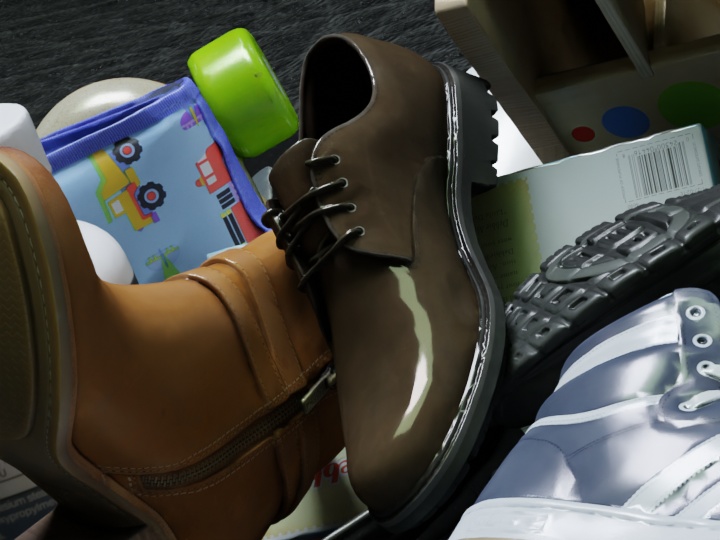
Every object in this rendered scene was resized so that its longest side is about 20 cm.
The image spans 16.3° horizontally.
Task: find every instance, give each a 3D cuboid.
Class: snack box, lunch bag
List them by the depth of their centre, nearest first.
[{"bbox_3d":[0.046,0.028,0.934,0.199,0.117,0.037,-14,-15,17],"label":"snack box"},{"bbox_3d":[-0.111,0.021,1.036,0.199,0.151,0.094,-23,17,7],"label":"lunch bag"}]

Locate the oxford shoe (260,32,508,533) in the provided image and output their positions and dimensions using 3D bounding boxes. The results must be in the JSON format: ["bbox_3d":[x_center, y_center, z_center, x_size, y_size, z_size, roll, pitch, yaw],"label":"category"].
[{"bbox_3d":[0.000,0.000,0.858,0.073,0.084,0.201,-42,36,35],"label":"oxford shoe"}]

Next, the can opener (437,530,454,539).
[{"bbox_3d":[0.063,0.098,0.807,0.199,0.053,0.066,-25,19,-14],"label":"can opener"}]

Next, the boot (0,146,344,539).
[{"bbox_3d":[-0.070,0.021,0.839,0.073,0.201,0.155,18,39,33],"label":"boot"}]

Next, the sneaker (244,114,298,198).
[{"bbox_3d":[-0.101,-0.036,1.368,0.200,0.068,0.108,-15,-1,-23],"label":"sneaker"}]

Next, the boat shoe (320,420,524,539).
[{"bbox_3d":[-0.019,0.114,0.843,0.199,0.057,0.067,-27,19,-21],"label":"boat shoe"}]

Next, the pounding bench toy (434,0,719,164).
[{"bbox_3d":[0.135,-0.152,0.963,0.155,0.124,0.201,-12,49,27],"label":"pounding bench toy"}]

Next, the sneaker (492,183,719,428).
[{"bbox_3d":[0.135,0.009,0.852,0.199,0.091,0.076,-28,14,0],"label":"sneaker"}]

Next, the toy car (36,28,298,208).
[{"bbox_3d":[-0.090,-0.019,1.199,0.164,0.158,0.200,-30,6,3],"label":"toy car"}]

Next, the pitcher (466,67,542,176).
[{"bbox_3d":[0.088,-0.011,1.036,0.171,0.122,0.200,11,42,28],"label":"pitcher"}]

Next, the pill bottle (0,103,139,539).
[{"bbox_3d":[-0.128,0.048,0.921,0.119,0.201,0.120,-17,17,6],"label":"pill bottle"}]

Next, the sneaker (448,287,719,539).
[{"bbox_3d":[0.127,0.065,0.738,0.199,0.070,0.109,4,45,34],"label":"sneaker"}]
